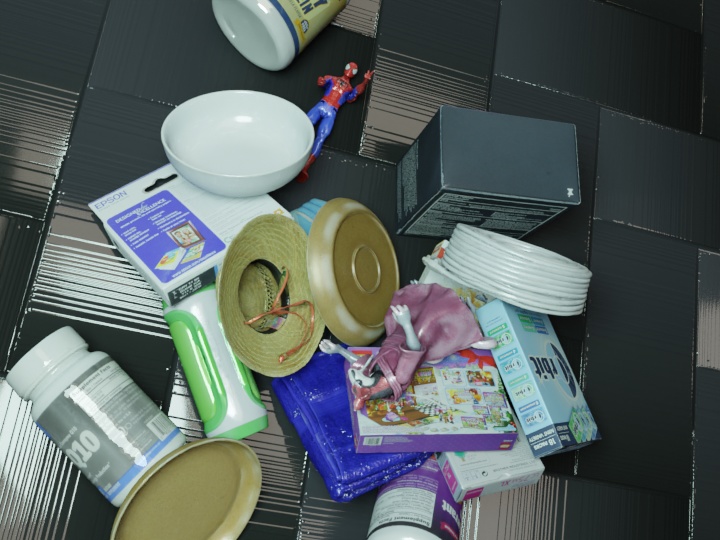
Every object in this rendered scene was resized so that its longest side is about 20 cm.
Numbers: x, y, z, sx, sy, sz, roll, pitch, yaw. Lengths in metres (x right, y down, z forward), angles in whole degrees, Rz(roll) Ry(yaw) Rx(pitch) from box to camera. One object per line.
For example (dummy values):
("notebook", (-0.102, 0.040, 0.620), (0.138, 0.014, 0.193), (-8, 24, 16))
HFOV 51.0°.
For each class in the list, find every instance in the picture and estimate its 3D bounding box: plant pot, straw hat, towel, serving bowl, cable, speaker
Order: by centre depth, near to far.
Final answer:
("plant pot", (-0.203, 0.278, 0.878), (0.200, 0.201, 0.027), (-43, 47, -21))
("straw hat", (-0.132, 0.033, 0.925), (0.200, 0.084, 0.204), (-1, 91, -54))
("speaker", (-0.185, 0.117, 0.960), (0.088, 0.088, 0.202), (-19, 82, -19))
("towel", (-0.013, 0.181, 0.961), (0.146, 0.050, 0.201), (-21, 50, -18))
("serving bowl", (-0.160, -0.160, 1.004), (0.197, 0.066, 0.202), (3, 44, -3))
("cable", (0.208, -0.002, 1.005), (0.199, 0.199, 0.070), (7, 104, -43))
("plant pot", (0.000, 0.000, 1.007), (0.199, 0.027, 0.203), (19, 67, -52))

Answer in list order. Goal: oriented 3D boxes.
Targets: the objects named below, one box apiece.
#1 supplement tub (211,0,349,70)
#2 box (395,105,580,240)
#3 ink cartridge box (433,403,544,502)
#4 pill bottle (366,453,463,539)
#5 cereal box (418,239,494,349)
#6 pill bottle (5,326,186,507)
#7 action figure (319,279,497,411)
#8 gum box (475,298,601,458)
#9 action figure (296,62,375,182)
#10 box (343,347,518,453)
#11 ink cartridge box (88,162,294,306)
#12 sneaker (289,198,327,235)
("supplement tub", (-0.100, -0.403, 1.081), (0.144, 0.144, 0.201), (40, 70, -3))
("box", (0.171, -0.126, 1.059), (0.197, 0.198, 0.125), (5, 75, -15))
("ink cartridge box", (0.139, 0.194, 0.979), (0.118, 0.042, 0.201), (-6, 47, -21))
("pill bottle", (0.065, 0.321, 0.917), (0.111, 0.112, 0.201), (30, 35, -6))
("cereal box", (0.134, 0.077, 1.082), (0.143, 0.040, 0.202), (30, 71, -8))
("pill bottle", (-0.314, 0.170, 0.897), (0.200, 0.114, 0.114), (46, 70, 0))
("action figure", (0.050, 0.104, 0.920), (0.149, 0.133, 0.200), (51, 54, -16))
("gum box", (0.240, 0.142, 1.011), (0.169, 0.044, 0.202), (13, 52, -56))
("action figure", (-0.047, -0.233, 1.082), (0.065, 0.099, 0.201), (30, 68, -7))
("box", (0.084, 0.160, 0.943), (0.197, 0.039, 0.138), (2, 42, -11))
("ink cartridge box", (-0.222, -0.067, 0.990), (0.197, 0.044, 0.200), (-33, 56, -26))
("sneaker", (-0.033, -0.014, 1.039), (0.130, 0.080, 0.201), (-38, 89, -19))
